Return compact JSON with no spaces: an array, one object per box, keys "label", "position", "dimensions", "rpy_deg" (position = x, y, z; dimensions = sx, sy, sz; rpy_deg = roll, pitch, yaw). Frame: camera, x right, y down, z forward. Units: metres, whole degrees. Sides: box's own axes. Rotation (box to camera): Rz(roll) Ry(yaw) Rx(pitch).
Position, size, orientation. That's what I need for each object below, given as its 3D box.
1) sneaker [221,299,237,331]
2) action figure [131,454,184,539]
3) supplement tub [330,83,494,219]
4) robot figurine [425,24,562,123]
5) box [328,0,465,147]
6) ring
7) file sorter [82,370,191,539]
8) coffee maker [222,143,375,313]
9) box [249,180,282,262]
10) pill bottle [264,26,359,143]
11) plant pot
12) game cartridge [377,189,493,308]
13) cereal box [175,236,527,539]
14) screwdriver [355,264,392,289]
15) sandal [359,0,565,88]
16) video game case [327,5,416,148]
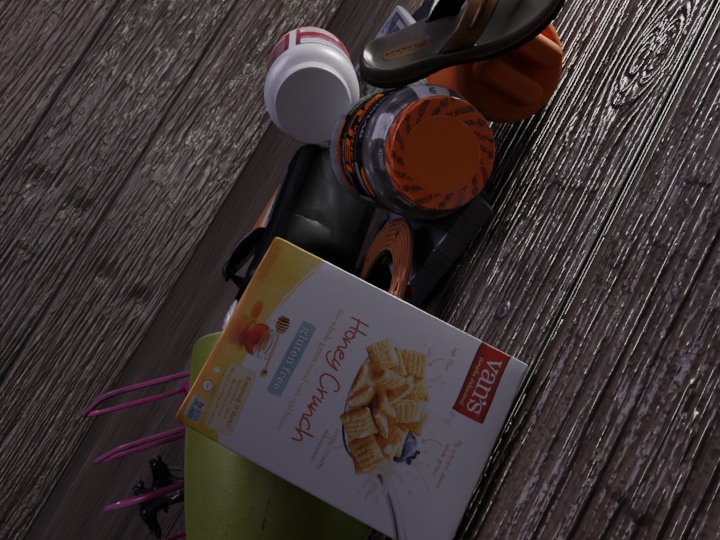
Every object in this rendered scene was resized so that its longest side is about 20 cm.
[{"label":"sneaker","position":[-0.166,0.121,1.152],"dimensions":[0.086,0.080,0.202],"rpy_deg":[-12,56,51]},{"label":"action figure","position":[-0.150,0.220,0.875],"dimensions":[0.199,0.103,0.119],"rpy_deg":[-30,11,1]},{"label":"supplement tub","position":[0.047,-0.115,0.748],"dimensions":[0.123,0.122,0.200],"rpy_deg":[-58,17,0]},{"label":"robot figurine","position":[0.134,-0.214,0.796],"dimensions":[0.200,0.116,0.145],"rpy_deg":[-131,29,-72]},{"label":"box","position":[0.068,-0.239,1.038],"dimensions":[0.200,0.104,0.183],"rpy_deg":[-31,34,56]},{"label":"ring","position":[0.011,0.043,0.777],"dimensions":[0.200,0.019,0.202],"rpy_deg":[-158,90,-77]},{"label":"file sorter","position":[-0.172,0.203,0.726],"dimensions":[0.139,0.125,0.202],"rpy_deg":[-34,71,57]},{"label":"coffee maker","position":[-0.045,-0.035,0.877],"dimensions":[0.191,0.134,0.201],"rpy_deg":[-21,42,45]},{"label":"box","position":[-0.100,-0.085,1.254],"dimensions":[0.201,0.097,0.124],"rpy_deg":[-59,17,-1]},{"label":"pill bottle","position":[-0.060,-0.221,0.927],"dimensions":[0.113,0.112,0.200],"rpy_deg":[-52,19,18]},{"label":"plant pot","position":[-0.064,0.175,0.605],"dimensions":[0.187,0.186,0.202],"rpy_deg":[-31,43,56]},{"label":"game cartridge","position":[0.076,-0.055,0.823],"dimensions":[0.130,0.038,0.200],"rpy_deg":[-49,19,15]},{"label":"cereal box","position":[-0.004,0.085,0.528],"dimensions":[0.145,0.199,0.040],"rpy_deg":[-63,-6,-14]},{"label":"screwdriver","position":[0.000,0.000,0.933],"dimensions":[0.028,0.029,0.200],"rpy_deg":[-62,19,-5]},{"label":"sandal","position":[0.087,-0.224,0.681],"dimensions":[0.198,0.055,0.082],"rpy_deg":[-16,48,11]},{"label":"video game case","position":[0.013,-0.242,0.984],"dimensions":[0.182,0.023,0.200],"rpy_deg":[-54,19,19]}]
